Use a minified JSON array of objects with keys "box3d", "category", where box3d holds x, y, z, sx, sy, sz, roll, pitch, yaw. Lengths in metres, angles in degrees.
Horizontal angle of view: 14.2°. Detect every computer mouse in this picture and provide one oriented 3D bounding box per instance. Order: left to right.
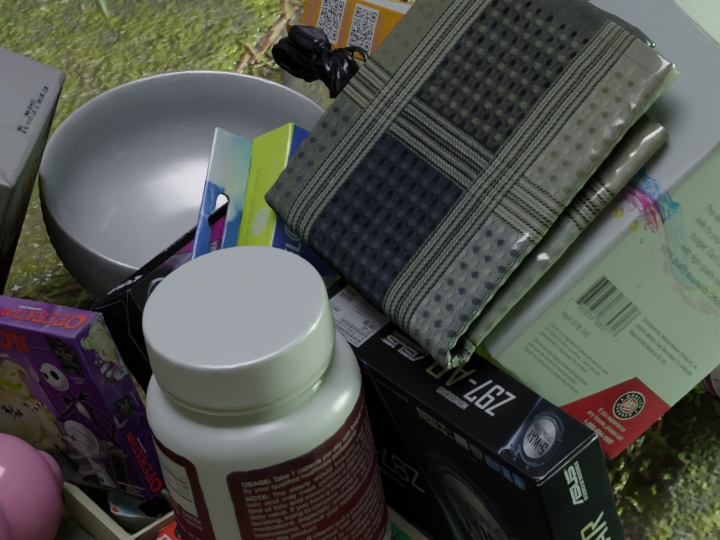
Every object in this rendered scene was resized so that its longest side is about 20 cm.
[{"box3d":[0.023,-0.072,1.764,0.044,0.200,0.110,-49,31,-7],"category":"computer mouse"}]

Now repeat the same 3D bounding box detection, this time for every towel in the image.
[{"box3d":[0.060,-0.067,1.529,0.200,0.035,0.193,-51,43,2],"category":"towel"}]

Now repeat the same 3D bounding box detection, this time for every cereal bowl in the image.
[{"box3d":[-0.100,-0.034,1.804,0.200,0.083,0.200,0,44,0],"category":"cereal bowl"}]

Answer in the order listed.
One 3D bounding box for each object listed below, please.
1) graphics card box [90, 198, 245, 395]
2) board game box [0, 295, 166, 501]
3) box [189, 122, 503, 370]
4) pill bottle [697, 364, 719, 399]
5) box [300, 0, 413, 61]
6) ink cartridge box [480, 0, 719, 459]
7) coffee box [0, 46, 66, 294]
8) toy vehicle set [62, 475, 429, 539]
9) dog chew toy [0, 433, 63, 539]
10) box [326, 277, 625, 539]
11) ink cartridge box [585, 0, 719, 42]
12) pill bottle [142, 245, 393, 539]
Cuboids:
[{"box3d":[-0.049,0.016,1.672,0.200,0.126,0.051,-38,10,-36],"category":"graphics card box"},{"box3d":[-0.203,0.065,1.661,0.200,0.120,0.032,8,38,42],"category":"board game box"},{"box3d":[0.000,0.000,1.650,0.048,0.200,0.122,-22,52,51],"category":"box"},{"box3d":[0.190,-0.002,1.685,0.112,0.112,0.200,-34,44,-25],"category":"pill bottle"},{"box3d":[0.062,-0.132,1.755,0.119,0.042,0.200,9,12,-33],"category":"box"},{"box3d":[0.144,-0.033,1.562,0.200,0.145,0.145,-42,47,7],"category":"ink cartridge box"},{"box3d":[-0.249,-0.029,1.743,0.080,0.200,0.114,21,42,-2],"category":"coffee box"},{"box3d":[-0.063,0.147,1.633,0.124,0.027,0.200,-32,44,-23],"category":"toy vehicle set"},{"box3d":[-0.250,0.156,1.602,0.200,0.125,0.124,-29,42,-33],"category":"dog chew toy"},{"box3d":[0.060,0.107,1.546,0.044,0.160,0.200,-38,47,-20],"category":"box"},{"box3d":[0.182,-0.188,1.684,0.200,0.088,0.145,-18,34,-23],"category":"ink cartridge box"},{"box3d":[-0.049,0.093,1.515,0.114,0.200,0.114,-6,40,5],"category":"pill bottle"}]
